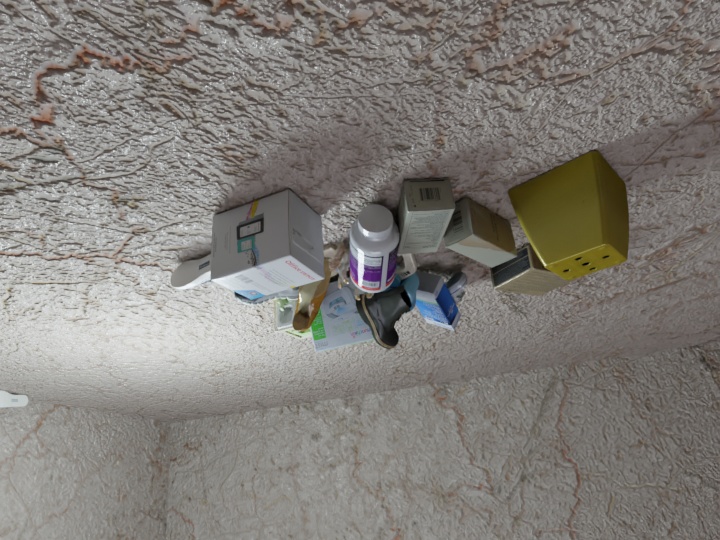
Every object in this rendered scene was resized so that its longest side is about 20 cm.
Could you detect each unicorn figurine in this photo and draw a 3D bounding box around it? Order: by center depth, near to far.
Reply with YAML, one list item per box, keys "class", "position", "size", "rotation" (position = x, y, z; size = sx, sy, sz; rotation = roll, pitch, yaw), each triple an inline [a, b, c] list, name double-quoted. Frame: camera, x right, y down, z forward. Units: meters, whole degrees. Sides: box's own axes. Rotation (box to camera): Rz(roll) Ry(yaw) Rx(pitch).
- class: "unicorn figurine"
  position: [0.000, 0.000, 1.329]
  size: [0.072, 0.141, 0.201]
  rotation: [-5, 145, 27]

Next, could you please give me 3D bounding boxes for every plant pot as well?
- class: "plant pot"
  position: [0.454, -0.095, 1.115]
  size: [0.197, 0.182, 0.197]
  rotation: [-22, 152, 37]

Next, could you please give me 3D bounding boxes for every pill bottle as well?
- class: "pill bottle"
  position: [0.030, -0.049, 1.183]
  size: [0.108, 0.115, 0.203]
  rotation: [-3, 143, -4]

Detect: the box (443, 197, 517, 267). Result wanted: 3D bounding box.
- class: "box"
  position: [0.273, -0.083, 1.213]
  size: [0.077, 0.098, 0.197]
  rotation: [-24, 152, 38]

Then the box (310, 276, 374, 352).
- class: "box"
  position: [-0.044, 0.120, 1.487]
  size: [0.195, 0.182, 0.096]
  rotation: [-15, 173, 24]

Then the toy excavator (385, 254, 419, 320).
- class: "toy excavator"
  position: [0.107, 0.018, 1.376]
  size: [0.198, 0.101, 0.195]
  rotation: [-25, 118, 43]

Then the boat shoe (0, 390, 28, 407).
- class: "boat shoe"
  position: [-1.610, 0.585, 2.394]
  size: [0.066, 0.074, 0.200]
  rotation: [-10, 166, 11]

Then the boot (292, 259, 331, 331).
- class: "boot"
  position: [-0.125, 0.061, 1.397]
  size: [0.069, 0.206, 0.144]
  rotation: [23, -175, 2]

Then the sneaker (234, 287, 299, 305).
- class: "sneaker"
  position: [-0.224, 0.029, 1.364]
  size: [0.194, 0.077, 0.116]
  rotation: [-6, 155, -27]

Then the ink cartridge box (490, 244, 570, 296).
- class: "ink cartridge box"
  position: [0.491, 0.003, 1.489]
  size: [0.195, 0.078, 0.164]
  rotation: [7, 156, -29]

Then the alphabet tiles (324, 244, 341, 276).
- class: "alphabet tiles"
  position: [-0.126, -0.018, 1.375]
  size: [0.196, 0.015, 0.194]
  rotation: [-19, 154, 29]

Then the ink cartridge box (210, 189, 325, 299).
- class: "ink cartridge box"
  position: [-0.192, -0.048, 1.113]
  size: [0.194, 0.151, 0.146]
  rotation: [-14, 156, 21]

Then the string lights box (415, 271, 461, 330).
- class: "string lights box"
  position: [0.211, 0.089, 1.526]
  size: [0.101, 0.060, 0.201]
  rotation: [14, 153, 38]

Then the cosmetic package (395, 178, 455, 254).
- class: "cosmetic package"
  position: [0.132, -0.112, 1.138]
  size: [0.101, 0.073, 0.201]
  rotation: [-4, 157, -6]

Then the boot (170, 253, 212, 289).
- class: "boot"
  position: [-0.372, 0.012, 1.309]
  size: [0.195, 0.075, 0.090]
  rotation: [-17, 149, 24]

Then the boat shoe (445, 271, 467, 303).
- class: "boat shoe"
  position: [0.279, 0.061, 1.562]
  size: [0.066, 0.074, 0.200]
  rotation: [40, 162, -1]

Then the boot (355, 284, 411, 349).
- class: "boot"
  position: [0.090, 0.125, 1.369]
  size: [0.135, 0.079, 0.201]
  rotation: [-16, 135, 24]

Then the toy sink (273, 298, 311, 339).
- class: "toy sink"
  position: [-0.183, 0.127, 1.574]
  size: [0.127, 0.116, 0.199]
  rotation: [-15, 156, 22]
